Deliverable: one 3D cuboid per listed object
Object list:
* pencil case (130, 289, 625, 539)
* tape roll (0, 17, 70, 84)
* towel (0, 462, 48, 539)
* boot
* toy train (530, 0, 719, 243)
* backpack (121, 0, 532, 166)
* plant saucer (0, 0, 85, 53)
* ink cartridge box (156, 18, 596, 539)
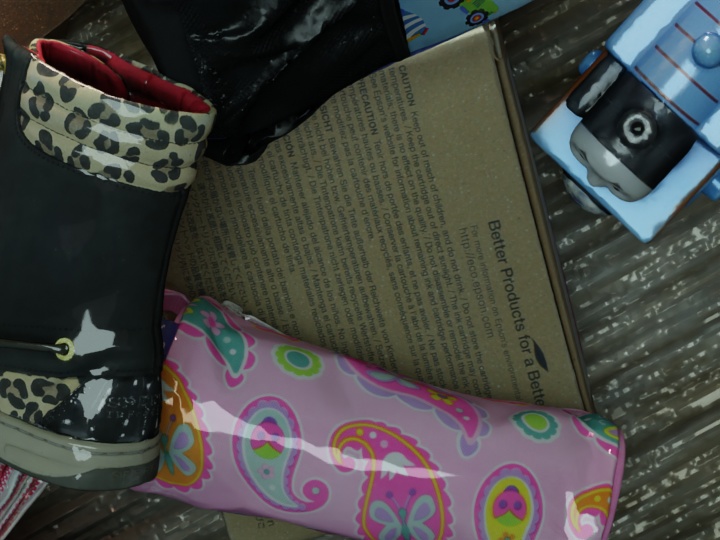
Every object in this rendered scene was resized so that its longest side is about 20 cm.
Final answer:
[{"bbox_3d":[0.003,0.070,1.044,0.199,0.087,0.088,17,94,-2],"label":"pencil case"},{"bbox_3d":[-0.088,-0.095,1.164,0.202,0.037,0.204,0,92,9],"label":"tape roll"},{"bbox_3d":[-0.190,0.137,1.080,0.030,0.200,0.146,40,73,-5],"label":"towel"},{"bbox_3d":[-0.145,-0.021,0.999,0.203,0.073,0.154,24,110,27],"label":"boot"},{"bbox_3d":[0.155,-0.101,1.083,0.087,0.114,0.200,44,97,6],"label":"toy train"},{"bbox_3d":[-0.009,-0.162,1.019,0.199,0.135,0.183,-24,45,-4],"label":"backpack"},{"bbox_3d":[-0.186,-0.187,1.153,0.199,0.034,0.201,-4,78,20],"label":"plant saucer"},{"bbox_3d":[0.000,0.000,1.103,0.164,0.075,0.201,-13,106,5],"label":"ink cartridge box"}]
